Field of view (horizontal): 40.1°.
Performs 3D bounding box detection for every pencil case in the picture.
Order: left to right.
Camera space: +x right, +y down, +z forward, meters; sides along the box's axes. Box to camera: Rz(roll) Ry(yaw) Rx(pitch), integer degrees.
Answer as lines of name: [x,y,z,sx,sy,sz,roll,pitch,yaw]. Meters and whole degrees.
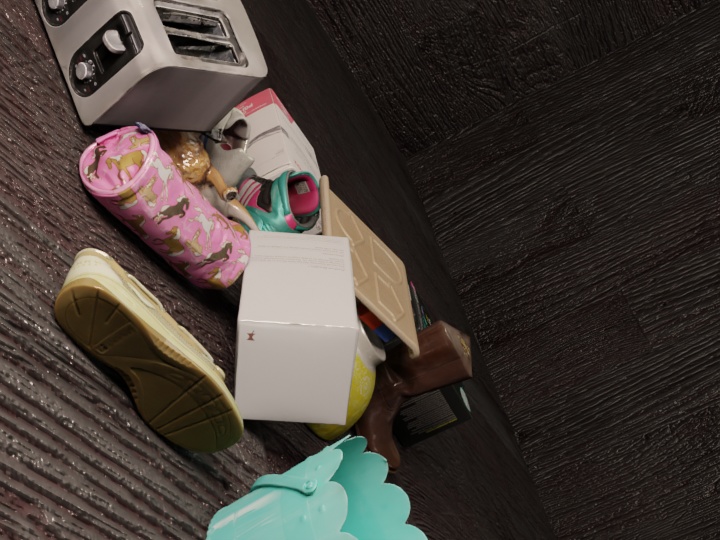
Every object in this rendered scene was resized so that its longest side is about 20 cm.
pencil case: [-0.183,-0.057,0.956,0.200,0.083,0.087,51,55,-51]

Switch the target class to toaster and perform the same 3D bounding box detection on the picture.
toaster: [-0.206,-0.238,1.003,0.200,0.119,0.181,-5,68,-52]

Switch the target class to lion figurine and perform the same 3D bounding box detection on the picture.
lion figurine: [-0.175,-0.089,1.143,0.123,0.072,0.200,49,-14,35]

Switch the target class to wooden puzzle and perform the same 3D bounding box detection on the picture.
wooden puzzle: [0.000,0.000,1.238,0.200,0.046,0.185,49,20,-30]

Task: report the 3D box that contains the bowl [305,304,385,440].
bowl: [-0.033,0.100,1.237,0.200,0.108,0.200,60,11,-20]

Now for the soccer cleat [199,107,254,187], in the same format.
soccer cleat: [-0.175,-0.186,1.249,0.070,0.086,0.200,25,37,-44]

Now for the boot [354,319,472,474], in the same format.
boot: [0.081,0.175,1.354,0.187,0.200,0.064,58,12,-24]

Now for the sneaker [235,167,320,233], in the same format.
sneaker: [-0.112,-0.097,1.292,0.084,0.121,0.200,56,12,-36]

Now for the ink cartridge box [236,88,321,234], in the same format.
ink cartridge box: [-0.121,-0.157,1.501,0.147,0.083,0.200,55,13,-43]

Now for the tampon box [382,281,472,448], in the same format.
tampon box: [0.077,0.153,1.602,0.200,0.126,0.150,59,12,-28]

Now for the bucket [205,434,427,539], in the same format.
bucket: [-0.025,0.252,0.816,0.207,0.135,0.207,61,11,-20]

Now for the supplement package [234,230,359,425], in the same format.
supplement package: [-0.069,0.055,1.035,0.200,0.117,0.118,-95,-169,-62]

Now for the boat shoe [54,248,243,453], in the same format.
boat shoe: [-0.161,0.067,0.787,0.201,0.073,0.063,49,20,-29]
